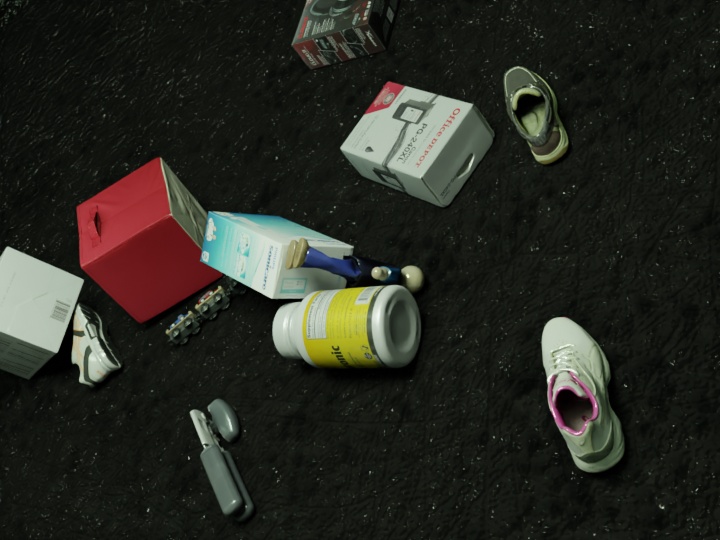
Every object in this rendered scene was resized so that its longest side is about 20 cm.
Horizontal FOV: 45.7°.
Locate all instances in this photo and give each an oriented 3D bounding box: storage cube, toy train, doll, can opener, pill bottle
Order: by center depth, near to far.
[{"bbox_3d":[0.000,0.000,1.200,0.136,0.197,0.049,175,107,-69],"label":"doll"},{"bbox_3d":[-0.023,0.081,1.201,0.198,0.111,0.113,-5,57,35],"label":"pill bottle"},{"bbox_3d":[-0.194,0.265,1.238,0.067,0.053,0.200,-42,45,4],"label":"can opener"},{"bbox_3d":[-0.253,0.055,1.448,0.199,0.034,0.046,-40,41,6],"label":"toy train"},{"bbox_3d":[-0.368,-0.051,1.501,0.178,0.201,0.172,-29,45,6],"label":"storage cube"}]

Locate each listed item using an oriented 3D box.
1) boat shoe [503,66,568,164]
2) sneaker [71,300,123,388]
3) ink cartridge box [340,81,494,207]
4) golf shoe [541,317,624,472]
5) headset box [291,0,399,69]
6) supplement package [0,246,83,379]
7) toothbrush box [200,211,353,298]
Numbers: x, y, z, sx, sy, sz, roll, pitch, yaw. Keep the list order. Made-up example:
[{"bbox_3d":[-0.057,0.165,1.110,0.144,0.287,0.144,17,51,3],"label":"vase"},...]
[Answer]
[{"bbox_3d":[0.252,-0.245,1.263,0.071,0.066,0.203,-27,47,19],"label":"boat shoe"},{"bbox_3d":[-0.499,0.130,1.551,0.080,0.074,0.200,-44,43,4],"label":"sneaker"},{"bbox_3d":[0.088,-0.201,1.342,0.199,0.083,0.146,26,77,45],"label":"ink cartridge box"},{"bbox_3d":[0.246,0.126,0.982,0.075,0.092,0.202,-27,45,20],"label":"golf shoe"},{"bbox_3d":[-0.034,-0.481,1.642,0.198,0.077,0.151,-4,58,33],"label":"headset box"},{"bbox_3d":[-0.632,0.084,1.580,0.199,0.149,0.154,-31,40,50],"label":"supplement package"},{"bbox_3d":[-0.131,-0.025,1.322,0.199,0.145,0.087,21,104,43],"label":"toothbrush box"}]
